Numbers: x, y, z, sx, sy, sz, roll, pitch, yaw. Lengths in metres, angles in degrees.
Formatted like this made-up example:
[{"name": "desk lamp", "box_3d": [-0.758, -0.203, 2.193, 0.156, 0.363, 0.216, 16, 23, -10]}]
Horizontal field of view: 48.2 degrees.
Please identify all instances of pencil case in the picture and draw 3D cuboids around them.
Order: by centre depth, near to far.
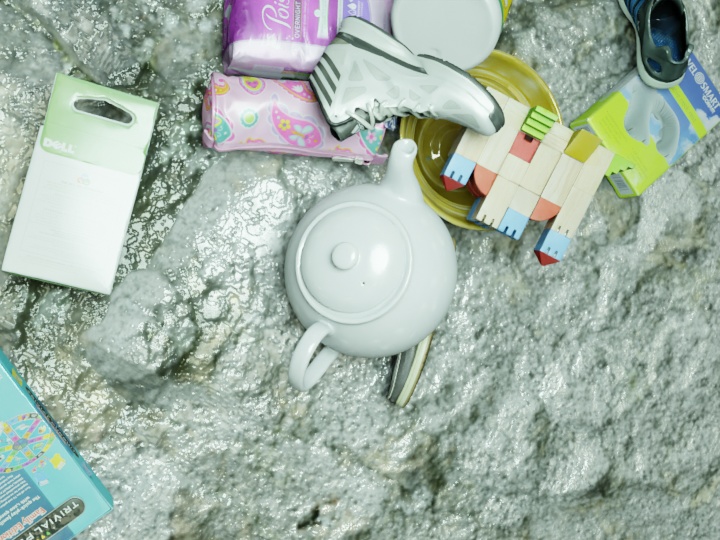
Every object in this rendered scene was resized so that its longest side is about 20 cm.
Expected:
[{"name": "pencil case", "box_3d": [-0.068, -0.159, 0.860, 0.200, 0.087, 0.088, 3, 89, -19]}]

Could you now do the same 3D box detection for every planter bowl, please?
[{"name": "planter bowl", "box_3d": [0.125, -0.144, 0.919, 0.200, 0.083, 0.201, 0, 92, -18]}]

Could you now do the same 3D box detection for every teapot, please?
[{"name": "teapot", "box_3d": [0.000, 0.000, 0.819, 0.197, 0.146, 0.200, -19, 80, 12]}]

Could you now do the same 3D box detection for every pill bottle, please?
[{"name": "pill bottle", "box_3d": [0.109, -0.303, 0.861, 0.113, 0.113, 0.200, 39, 42, -14]}]

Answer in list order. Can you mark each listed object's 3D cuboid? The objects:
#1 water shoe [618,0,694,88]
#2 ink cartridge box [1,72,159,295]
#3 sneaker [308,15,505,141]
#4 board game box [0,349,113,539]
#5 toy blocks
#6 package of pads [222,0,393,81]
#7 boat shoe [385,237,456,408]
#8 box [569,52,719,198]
[{"name": "water shoe", "box_3d": [0.363, -0.319, 0.967, 0.071, 0.079, 0.200, -6, 71, -3]}, {"name": "ink cartridge box", "box_3d": [-0.279, -0.083, 0.808, 0.104, 0.059, 0.200, 15, 86, -17]}, {"name": "sneaker", "box_3d": [0.036, -0.158, 0.797, 0.200, 0.076, 0.115, 33, 85, 18]}, {"name": "board game box", "box_3d": [-0.366, 0.199, 0.790, 0.151, 0.047, 0.200, -35, 100, -14]}, {"name": "toy blocks", "box_3d": [0.164, -0.095, 0.848, 0.200, 0.100, 0.137, 27, 92, -5]}, {"name": "package of pads", "box_3d": [-0.046, -0.266, 0.871, 0.200, 0.076, 0.121, 3, 87, -17]}, {"name": "boat shoe", "box_3d": [0.055, 0.053, 0.913, 0.065, 0.073, 0.200, 16, 88, 4]}, {"name": "box", "box_3d": [0.374, -0.199, 1.015, 0.200, 0.048, 0.122, -41, 102, -12]}]
